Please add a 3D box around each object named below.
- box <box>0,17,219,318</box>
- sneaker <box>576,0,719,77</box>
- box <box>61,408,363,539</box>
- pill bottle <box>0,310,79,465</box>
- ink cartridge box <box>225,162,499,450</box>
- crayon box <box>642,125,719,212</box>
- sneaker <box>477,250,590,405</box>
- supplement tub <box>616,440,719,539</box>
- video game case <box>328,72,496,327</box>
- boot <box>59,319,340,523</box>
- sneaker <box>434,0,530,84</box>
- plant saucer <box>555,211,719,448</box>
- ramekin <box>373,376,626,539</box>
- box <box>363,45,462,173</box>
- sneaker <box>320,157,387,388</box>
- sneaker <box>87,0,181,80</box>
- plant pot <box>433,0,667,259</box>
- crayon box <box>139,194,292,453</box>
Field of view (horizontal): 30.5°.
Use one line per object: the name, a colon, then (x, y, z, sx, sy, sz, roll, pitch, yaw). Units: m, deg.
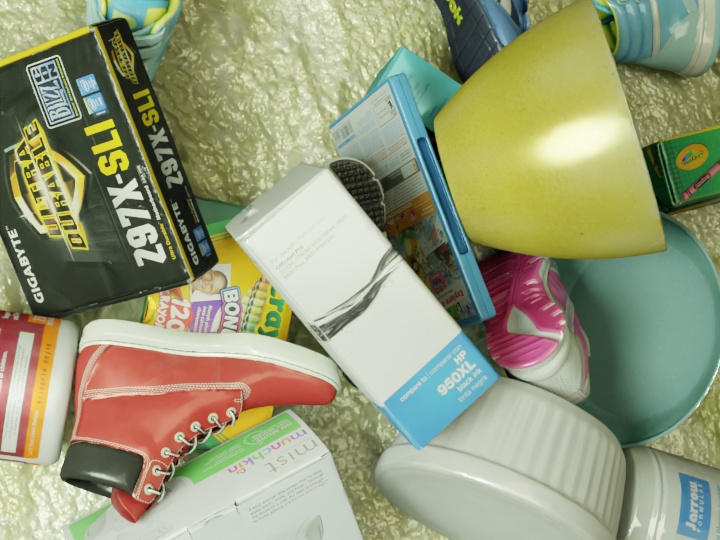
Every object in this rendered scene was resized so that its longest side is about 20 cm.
box: (-0.214, -0.072, 1.001, 0.159, 0.049, 0.201, -14, 103, 26)
sneaker: (0.254, -0.278, 1.187, 0.130, 0.080, 0.202, 1, 82, -14)
box: (-0.097, 0.236, 1.001, 0.199, 0.097, 0.177, -27, 114, -14)
pill bottle: (-0.318, 0.079, 0.992, 0.198, 0.113, 0.114, 9, 81, -12)
ink cartridge box: (-0.003, 0.021, 0.983, 0.084, 0.145, 0.200, -41, 101, -4)
crayon box: (0.327, -0.095, 1.153, 0.199, 0.119, 0.059, -14, 87, -14)
sneaker: (0.139, 0.046, 1.083, 0.081, 0.200, 0.088, -24, 118, 14)
supplement tub: (0.290, 0.231, 1.106, 0.199, 0.132, 0.133, 18, 80, -11)
video game case: (0.038, -0.045, 1.075, 0.018, 0.143, 0.201, -20, 88, -23)
boot: (-0.116, 0.120, 0.977, 0.198, 0.073, 0.145, 5, 63, -5)
sneaker: (0.115, -0.224, 1.136, 0.082, 0.074, 0.201, -7, 70, -26)
plant saucer: (0.223, 0.048, 1.102, 0.036, 0.199, 0.202, 9, 79, -45)
ramekin: (0.118, 0.160, 1.048, 0.201, 0.202, 0.095, 28, 67, -8)
box: (0.096, -0.107, 1.127, 0.199, 0.082, 0.049, 33, 78, -7)
sneaker: (0.000, 0.000, 1.101, 0.073, 0.080, 0.202, -8, 103, -6)
sneaker: (-0.197, -0.158, 1.033, 0.079, 0.131, 0.201, 17, 82, -10)
plant pot: (0.138, -0.090, 1.011, 0.141, 0.200, 0.201, -18, 87, 10)
crayon box: (-0.120, 0.047, 1.070, 0.118, 0.058, 0.202, 12, 81, -11)
